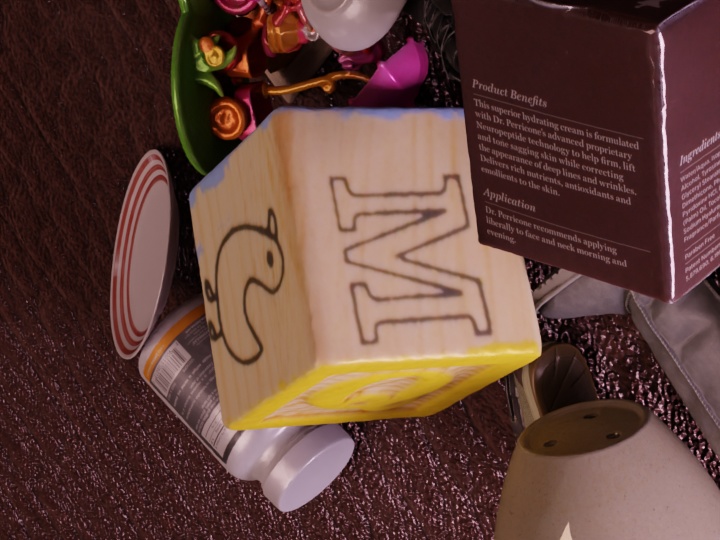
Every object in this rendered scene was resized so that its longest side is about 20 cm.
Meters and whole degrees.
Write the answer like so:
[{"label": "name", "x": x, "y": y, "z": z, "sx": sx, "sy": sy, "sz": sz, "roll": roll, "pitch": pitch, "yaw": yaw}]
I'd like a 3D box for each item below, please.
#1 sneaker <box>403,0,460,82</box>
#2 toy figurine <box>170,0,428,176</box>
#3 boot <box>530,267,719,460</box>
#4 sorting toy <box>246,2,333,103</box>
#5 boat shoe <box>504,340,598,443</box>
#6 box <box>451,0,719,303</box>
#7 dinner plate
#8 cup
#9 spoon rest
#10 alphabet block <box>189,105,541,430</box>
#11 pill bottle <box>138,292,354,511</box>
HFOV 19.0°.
[{"label": "sneaker", "x": 0.081, "y": -0.181, "z": 1.569, "sx": 0.200, "sy": 0.091, "sz": 0.076, "roll": 32, "pitch": 139, "yaw": 37}, {"label": "toy figurine", "x": -0.039, "y": -0.174, "z": 1.691, "sx": 0.184, "sy": 0.150, "sz": 0.200, "roll": 0, "pitch": 106, "yaw": 19}, {"label": "boot", "x": 0.229, "y": 0.060, "z": 1.594, "sx": 0.200, "sy": 0.073, "sz": 0.182, "roll": 52, "pitch": 148, "yaw": -1}, {"label": "sorting toy", "x": -0.080, "y": -0.252, "z": 1.769, "sx": 0.185, "sy": 0.036, "sz": 0.200, "roll": 54, "pitch": 146, "yaw": 8}, {"label": "boat shoe", "x": 0.162, "y": 0.139, "z": 1.735, "sx": 0.065, "sy": 0.073, "sz": 0.200, "roll": 30, "pitch": 137, "yaw": 56}, {"label": "box", "x": 0.179, "y": -0.115, "z": 1.418, "sx": 0.166, "sy": 0.164, "sz": 0.200, "roll": 20, "pitch": 130, "yaw": 38}, {"label": "dinner plate", "x": -0.201, "y": -0.014, "z": 2.038, "sx": 0.200, "sy": 0.024, "sz": 0.200, "roll": -172, "pitch": 90, "yaw": -71}, {"label": "cup", "x": 0.183, "y": 0.181, "z": 1.618, "sx": 0.200, "sy": 0.200, "sz": 0.143, "roll": 5, "pitch": 116, "yaw": 50}, {"label": "spoon rest", "x": 0.021, "y": -0.246, "z": 1.579, "sx": 0.200, "sy": 0.061, "sz": 0.099, "roll": -52, "pitch": 58, "yaw": 35}, {"label": "alphabet block", "x": 0.000, "y": 0.000, "z": 1.657, "sx": 0.195, "sy": 0.196, "sz": 0.200, "roll": -39, "pitch": 58, "yaw": 59}, {"label": "pill bottle", "x": -0.105, "y": 0.123, "z": 2.015, "sx": 0.200, "sy": 0.116, "sz": 0.116, "roll": 45, "pitch": 143, "yaw": 20}]
